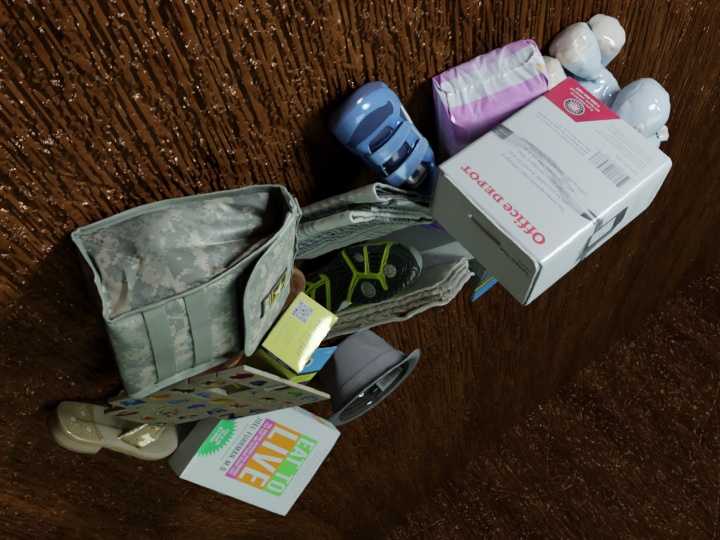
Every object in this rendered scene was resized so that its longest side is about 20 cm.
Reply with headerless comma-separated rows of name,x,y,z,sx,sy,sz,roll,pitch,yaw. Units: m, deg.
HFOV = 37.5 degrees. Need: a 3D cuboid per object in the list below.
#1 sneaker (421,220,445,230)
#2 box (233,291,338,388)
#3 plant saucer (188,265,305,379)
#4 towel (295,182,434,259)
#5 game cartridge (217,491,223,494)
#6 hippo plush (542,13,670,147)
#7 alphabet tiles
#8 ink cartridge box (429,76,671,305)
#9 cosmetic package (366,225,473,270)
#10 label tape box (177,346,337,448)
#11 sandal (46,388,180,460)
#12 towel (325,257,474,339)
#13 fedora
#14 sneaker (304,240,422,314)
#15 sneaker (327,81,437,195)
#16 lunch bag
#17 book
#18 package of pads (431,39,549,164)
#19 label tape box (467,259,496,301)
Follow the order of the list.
sneaker,0.115,-0.076,1.192,0.083,0.199,0.081,20,87,-47
box,-0.088,0.086,1.130,0.075,0.050,0.200,-55,-175,-22
plant saucer,-0.151,0.055,1.188,0.200,0.038,0.200,-35,160,-14
towel,-0.023,-0.042,1.104,0.199,0.035,0.192,-17,170,26
game cartridge,-0.140,0.249,1.438,0.133,0.042,0.200,-47,163,2
hippo plush,0.282,-0.187,1.282,0.159,0.161,0.200,-32,158,-21
alphabet tiles,-0.157,0.136,1.099,0.199,0.008,0.167,-15,158,24
ink cartridge box,0.188,-0.083,1.068,0.200,0.145,0.084,-35,158,-24
cosmetic package,0.126,-0.047,1.328,0.199,0.052,0.151,-18,171,21
label tape box,-0.141,0.151,1.368,0.200,0.066,0.143,-50,159,18
sandal,-0.248,0.161,1.180,0.070,0.078,0.211,-41,156,18
towel,0.040,0.037,1.336,0.199,0.035,0.132,-16,-171,23
fedora,-0.002,0.147,1.566,0.177,0.090,0.200,-39,166,1
sneaker,0.000,0.000,1.252,0.199,0.076,0.076,-18,-166,45
sneaker,0.032,-0.128,1.077,0.074,0.082,0.200,-42,158,9
lunch bag,-0.144,0.012,0.971,0.199,0.118,0.164,-22,155,-17
book,-0.127,0.218,1.314,0.134,0.048,0.200,-53,138,3
package of pads,0.146,-0.164,1.184,0.120,0.076,0.200,-20,157,-1
label tape box,0.212,-0.047,1.570,0.144,0.063,0.200,-38,168,-15
